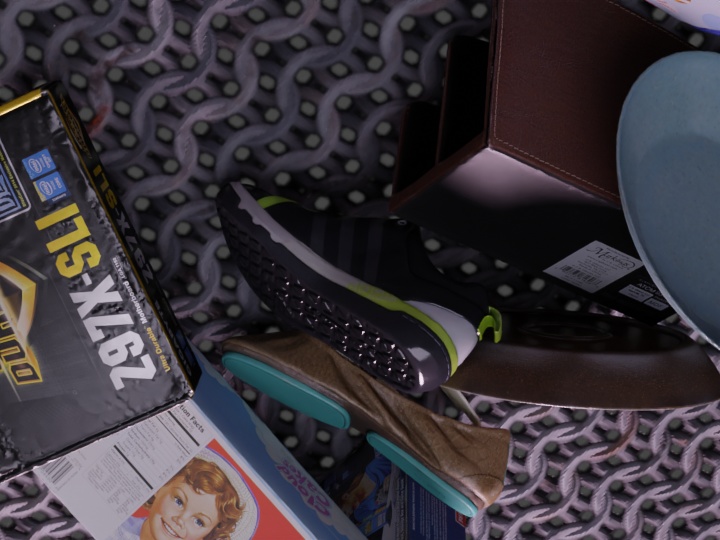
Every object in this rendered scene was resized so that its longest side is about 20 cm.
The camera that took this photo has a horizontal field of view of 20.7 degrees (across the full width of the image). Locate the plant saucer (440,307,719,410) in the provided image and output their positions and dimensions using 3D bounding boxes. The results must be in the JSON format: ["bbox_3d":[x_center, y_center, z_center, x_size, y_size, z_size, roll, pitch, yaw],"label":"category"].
[{"bbox_3d":[0.124,0.050,1.198,0.198,0.200,0.032,1,98,-10],"label":"plant saucer"}]

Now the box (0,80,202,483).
[{"bbox_3d":[-0.205,0.012,1.152,0.158,0.049,0.202,-23,101,7],"label":"box"}]

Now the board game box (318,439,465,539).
[{"bbox_3d":[-0.022,0.223,1.295,0.199,0.201,0.062,-35,123,30],"label":"board game box"}]

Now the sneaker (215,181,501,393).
[{"bbox_3d":[0.000,0.000,1.168,0.083,0.199,0.072,-40,149,-24],"label":"sneaker"}]

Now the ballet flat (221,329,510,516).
[{"bbox_3d":[0.010,0.077,1.248,0.199,0.068,0.073,30,73,6],"label":"ballet flat"}]

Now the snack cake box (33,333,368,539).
[{"bbox_3d":[-0.103,0.141,1.230,0.115,0.067,0.200,-42,90,16],"label":"snack cake box"}]

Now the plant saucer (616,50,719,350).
[{"bbox_3d":[0.212,-0.026,1.116,0.200,0.203,0.039,26,144,-23],"label":"plant saucer"}]

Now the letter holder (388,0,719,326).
[{"bbox_3d":[0.131,-0.078,1.175,0.199,0.143,0.100,22,148,-25],"label":"letter holder"}]

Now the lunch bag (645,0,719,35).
[{"bbox_3d":[0.140,-0.213,1.021,0.169,0.201,0.124,28,114,-23],"label":"lunch bag"}]
